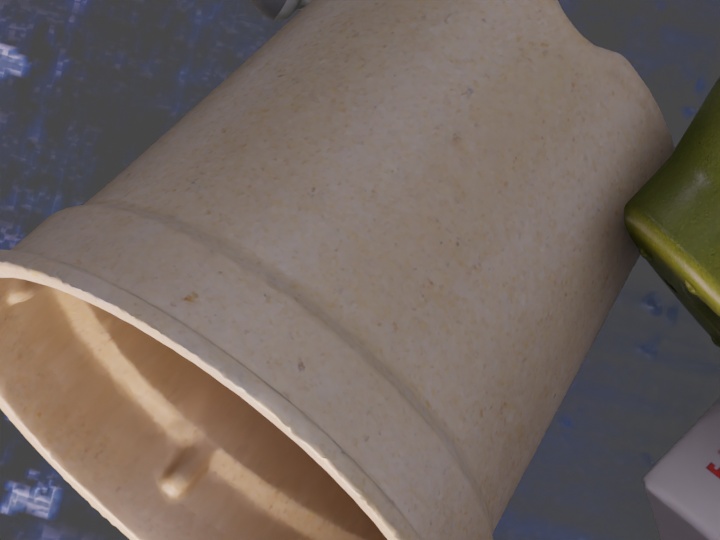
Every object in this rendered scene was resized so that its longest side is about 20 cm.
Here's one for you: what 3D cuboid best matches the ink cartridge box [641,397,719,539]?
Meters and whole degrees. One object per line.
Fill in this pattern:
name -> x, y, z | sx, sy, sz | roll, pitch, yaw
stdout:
ink cartridge box -> 0.215, 0.060, 0.932 | 0.200, 0.084, 0.146 | -44, 58, -12

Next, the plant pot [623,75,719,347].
plant pot -> 0.189, -0.034, 0.847 | 0.193, 0.200, 0.200 | -43, 89, 1

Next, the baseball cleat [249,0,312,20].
baseball cleat -> -0.026, -0.191, 0.970 | 0.106, 0.070, 0.201 | 21, 80, -11

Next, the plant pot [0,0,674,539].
plant pot -> 0.000, 0.000, 0.902 | 0.200, 0.200, 0.184 | 38, 68, 0
